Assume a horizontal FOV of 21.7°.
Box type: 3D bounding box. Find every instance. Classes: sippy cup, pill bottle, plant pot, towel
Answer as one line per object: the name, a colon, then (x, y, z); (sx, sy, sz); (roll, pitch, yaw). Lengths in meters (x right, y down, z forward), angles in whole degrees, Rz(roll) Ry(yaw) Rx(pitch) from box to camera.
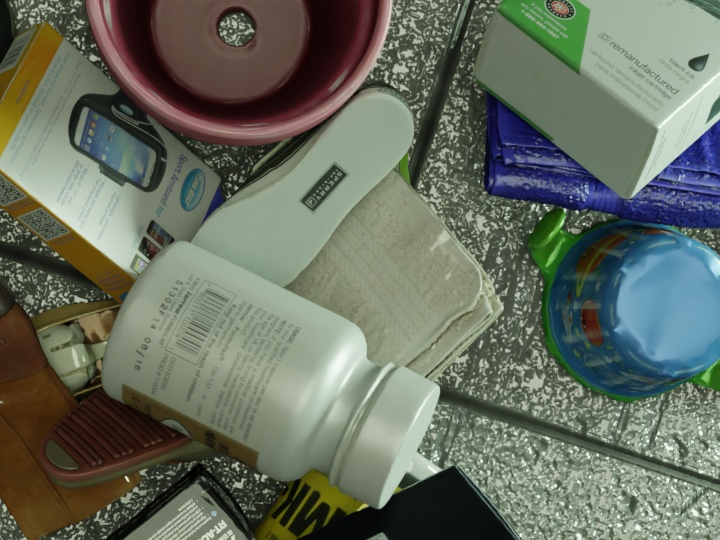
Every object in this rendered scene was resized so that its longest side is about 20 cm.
sippy cup: (0.207, 0.027, 1.342); (0.178, 0.130, 0.140); (1, 89, -7)
pill bottle: (-0.057, 0.071, 1.220); (0.200, 0.114, 0.114); (26, 86, 10)
plant pot: (-0.087, -0.180, 1.292); (0.200, 0.179, 0.200); (0, 88, -7)
towel: (0.188, -0.102, 1.350); (0.200, 0.050, 0.148); (9, 51, -7)
towel: (0.000, 0.000, 1.308); (0.133, 0.034, 0.200); (-46, 58, 9)
pill bottle: (-0.023, 0.207, 1.320); (0.114, 0.114, 0.200); (34, 85, -4)

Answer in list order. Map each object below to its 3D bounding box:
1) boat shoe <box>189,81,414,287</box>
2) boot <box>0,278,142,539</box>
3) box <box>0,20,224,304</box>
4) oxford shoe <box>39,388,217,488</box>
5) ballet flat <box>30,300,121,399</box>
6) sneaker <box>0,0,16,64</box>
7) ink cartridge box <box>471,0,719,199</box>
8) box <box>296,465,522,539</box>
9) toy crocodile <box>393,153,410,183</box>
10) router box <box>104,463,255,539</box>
boat shoe: (-0.043, -0.052, 1.297); (0.200, 0.064, 0.071); (-40, 107, 8)
boot: (-0.277, 0.104, 1.322); (0.188, 0.068, 0.200); (-24, 112, 18)
box: (-0.178, -0.061, 1.294); (0.200, 0.041, 0.119); (44, 50, -30)
oxford shoe: (-0.132, 0.114, 1.294); (0.200, 0.075, 0.070); (-21, 49, -36)
ballet flat: (-0.182, 0.050, 1.333); (0.200, 0.063, 0.069); (-21, 93, -6)
sneaker: (-0.281, -0.138, 1.305); (0.076, 0.114, 0.200); (4, 86, -8)
ink cartridge box: (0.201, -0.166, 1.315); (0.147, 0.083, 0.200); (39, 58, 17)
box: (0.025, 0.269, 1.222); (0.200, 0.124, 0.197); (-25, 118, -10)
toy crocodile: (0.021, 0.010, 1.359); (0.067, 0.062, 0.200); (-7, 83, 29)
router box: (-0.166, 0.219, 1.286); (0.200, 0.150, 0.062); (-40, 92, -6)
